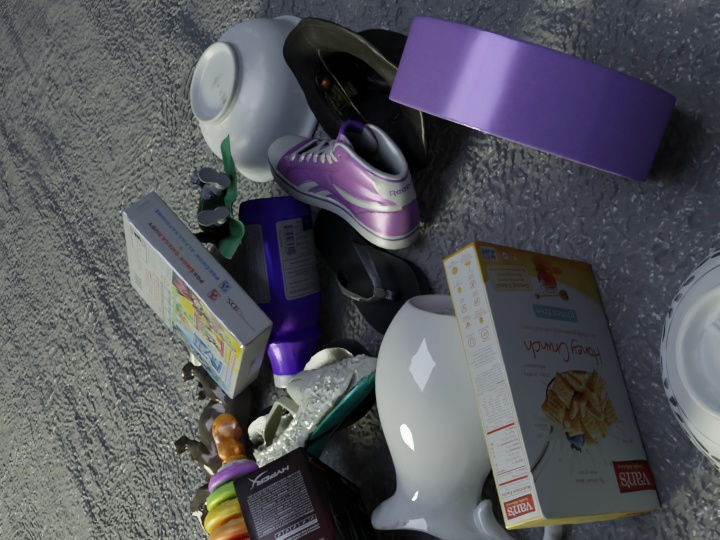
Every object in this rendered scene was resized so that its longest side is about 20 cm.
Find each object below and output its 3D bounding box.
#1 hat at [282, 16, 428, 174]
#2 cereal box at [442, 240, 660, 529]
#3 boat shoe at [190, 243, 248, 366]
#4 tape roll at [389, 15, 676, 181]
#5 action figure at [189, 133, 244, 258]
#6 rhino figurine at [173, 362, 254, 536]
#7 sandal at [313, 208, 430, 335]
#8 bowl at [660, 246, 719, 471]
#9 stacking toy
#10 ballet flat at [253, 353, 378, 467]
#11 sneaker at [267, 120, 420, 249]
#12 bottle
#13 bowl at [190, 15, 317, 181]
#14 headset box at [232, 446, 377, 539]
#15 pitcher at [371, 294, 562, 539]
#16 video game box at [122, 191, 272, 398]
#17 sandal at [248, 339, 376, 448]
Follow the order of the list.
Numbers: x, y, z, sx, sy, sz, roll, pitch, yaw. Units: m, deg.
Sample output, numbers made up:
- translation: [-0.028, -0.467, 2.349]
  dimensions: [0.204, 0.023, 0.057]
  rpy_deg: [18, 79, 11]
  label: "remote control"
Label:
- translation: [0.018, -0.182, 0.908]
  dimensions: [0.081, 0.201, 0.201]
  rpy_deg: [-42, 38, -19]
  label: "hat"
- translation: [0.141, 0.083, 0.690]
  dimensions: [0.040, 0.144, 0.200]
  rpy_deg: [-32, 61, 41]
  label: "cereal box"
- translation: [-0.151, 0.047, 1.109]
  dimensions: [0.072, 0.068, 0.200]
  rpy_deg: [19, 114, 9]
  label: "boat shoe"
- translation: [0.125, -0.127, 0.699]
  dimensions: [0.200, 0.200, 0.066]
  rpy_deg: [30, 108, 48]
  label: "tape roll"
- translation: [-0.153, -0.064, 0.979]
  dimensions: [0.200, 0.055, 0.118]
  rpy_deg: [160, 113, -78]
  label: "action figure"
- translation: [-0.167, 0.209, 1.089]
  dimensions: [0.087, 0.060, 0.200]
  rpy_deg: [2, 86, 27]
  label: "rhino figurine"
- translation: [0.000, 0.000, 0.945]
  dimensions: [0.200, 0.043, 0.076]
  rpy_deg: [45, 117, 43]
  label: "sandal"
- translation: [0.262, 0.053, 0.591]
  dimensions: [0.201, 0.094, 0.201]
  rpy_deg: [-11, 76, 47]
  label: "bowl"
- translation: [-0.126, 0.245, 1.004]
  dimensions: [0.116, 0.110, 0.200]
  rpy_deg: [-50, 47, 43]
  label: "stacking toy"
- translation: [-0.051, 0.133, 0.866]
  dimensions: [0.200, 0.072, 0.072]
  rpy_deg: [-58, 45, 37]
  label: "ballet flat"
- translation: [-0.021, -0.113, 0.920]
  dimensions: [0.200, 0.073, 0.114]
  rpy_deg: [30, 148, 33]
  label: "sneaker"
- translation: [-0.080, 0.021, 0.994]
  dimensions: [0.065, 0.084, 0.200]
  rpy_deg: [-4, 97, 29]
  label: "bottle"
- translation: [-0.137, -0.210, 1.105]
  dimensions: [0.201, 0.090, 0.201]
  rpy_deg: [-11, 75, 49]
  label: "bowl"
- translation: [-0.025, 0.277, 0.837]
  dimensions: [0.077, 0.149, 0.200]
  rpy_deg: [-29, 56, 6]
  label: "headset box"
- translation: [0.092, 0.130, 0.775]
  dimensions: [0.171, 0.121, 0.200]
  rpy_deg: [11, 103, 32]
  label: "pitcher"
- translation: [-0.173, 0.033, 0.988]
  dimensions: [0.182, 0.047, 0.200]
  rpy_deg: [49, 158, 10]
  label: "video game box"
- translation: [-0.047, 0.142, 0.942]
  dimensions: [0.076, 0.043, 0.200]
  rpy_deg: [42, 128, 0]
  label: "sandal"
